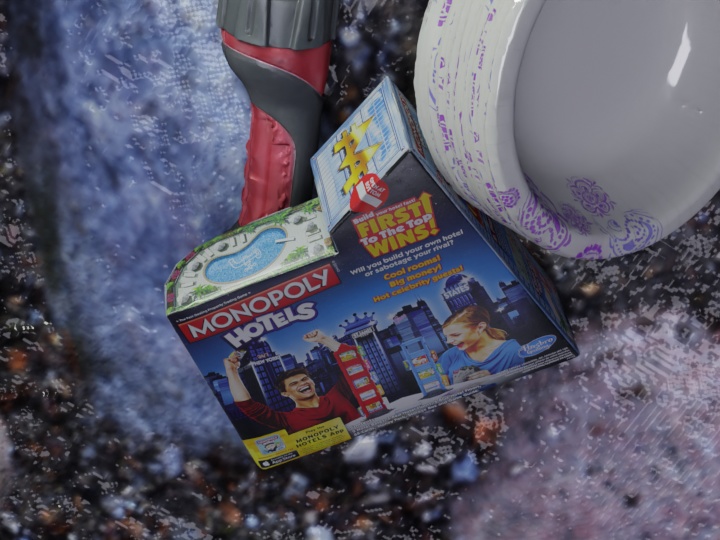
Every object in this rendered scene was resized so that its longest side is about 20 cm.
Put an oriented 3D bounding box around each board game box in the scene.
[{"bbox_3d":[0.000,0.000,0.943,0.199,0.062,0.200,-20,136,4],"label":"board game box"}]

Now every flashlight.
[{"bbox_3d":[-0.054,-0.068,0.968,0.067,0.068,0.201,17,116,15],"label":"flashlight"}]

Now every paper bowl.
[{"bbox_3d":[0.114,-0.115,0.884,0.200,0.104,0.202,-18,121,-32],"label":"paper bowl"}]
